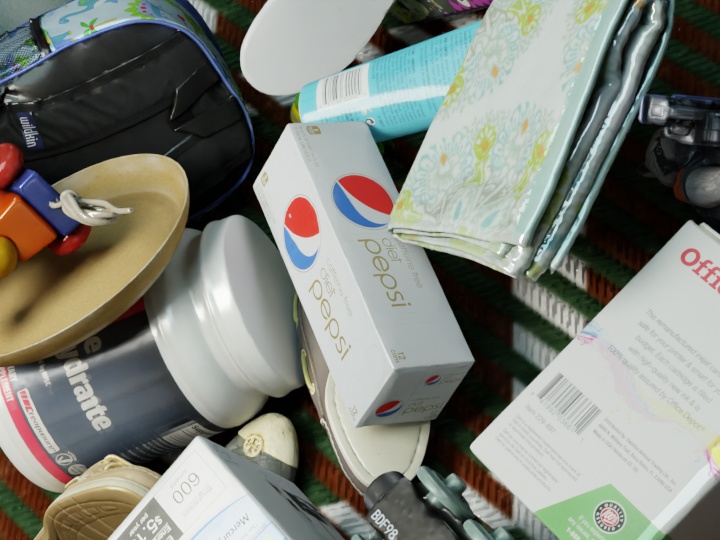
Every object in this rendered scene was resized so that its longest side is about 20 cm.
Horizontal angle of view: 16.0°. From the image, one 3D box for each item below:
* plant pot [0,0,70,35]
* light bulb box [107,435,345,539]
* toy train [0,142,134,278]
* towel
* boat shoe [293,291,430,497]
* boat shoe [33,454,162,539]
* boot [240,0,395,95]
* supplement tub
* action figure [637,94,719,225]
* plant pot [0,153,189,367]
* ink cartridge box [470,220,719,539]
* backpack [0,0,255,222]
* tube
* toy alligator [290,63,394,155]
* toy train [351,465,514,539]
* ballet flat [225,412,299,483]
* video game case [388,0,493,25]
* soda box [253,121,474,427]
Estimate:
[{"bbox_3d":[-0.275,-0.257,1.981,0.199,0.196,0.197,-20,53,10],"label":"plant pot"},{"bbox_3d":[-0.075,0.247,1.554,0.198,0.125,0.200,-50,55,5],"label":"light bulb box"},{"bbox_3d":[-0.232,-0.013,1.648,0.116,0.085,0.200,-53,33,-14],"label":"toy train"},{"bbox_3d":[0.102,-0.095,1.577,0.171,0.048,0.201,16,78,61],"label":"towel"},{"bbox_3d":[-0.003,0.069,1.690,0.072,0.060,0.201,0,53,-21],"label":"boat shoe"},{"bbox_3d":[-0.166,0.155,1.680,0.069,0.074,0.200,-61,12,-29],"label":"boat shoe"},{"bbox_3d":[-0.009,-0.203,1.808,0.200,0.074,0.096,-44,11,-1],"label":"boot"},{"bbox_3d":[-0.147,0.056,1.733,0.199,0.140,0.141,-23,52,18],"label":"supplement tub"},{"bbox_3d":[0.241,-0.050,1.556,0.193,0.200,0.105,25,106,43],"label":"action figure"},{"bbox_3d":[-0.194,-0.002,1.694,0.199,0.028,0.200,-24,31,15],"label":"plant pot"},{"bbox_3d":[0.190,0.091,1.540,0.200,0.087,0.145,-47,49,0],"label":"ink cartridge box"},{"bbox_3d":[-0.187,-0.110,1.838,0.199,0.183,0.147,-28,29,5],"label":"backpack"},{"bbox_3d":[0.056,-0.126,1.700,0.199,0.050,0.078,-15,80,25],"label":"tube"},{"bbox_3d":[-0.001,-0.101,1.802,0.054,0.059,0.200,-10,44,-25],"label":"toy alligator"},{"bbox_3d":[0.076,0.198,1.525,0.085,0.114,0.200,-46,48,1],"label":"toy train"},{"bbox_3d":[-0.104,0.178,1.685,0.066,0.057,0.200,25,77,40],"label":"ballet flat"},{"bbox_3d":[0.104,-0.268,1.794,0.200,0.036,0.181,-58,18,-11],"label":"video game case"},{"bbox_3d":[0.000,0.000,1.657,0.068,0.063,0.201,-58,46,44],"label":"soda box"}]
